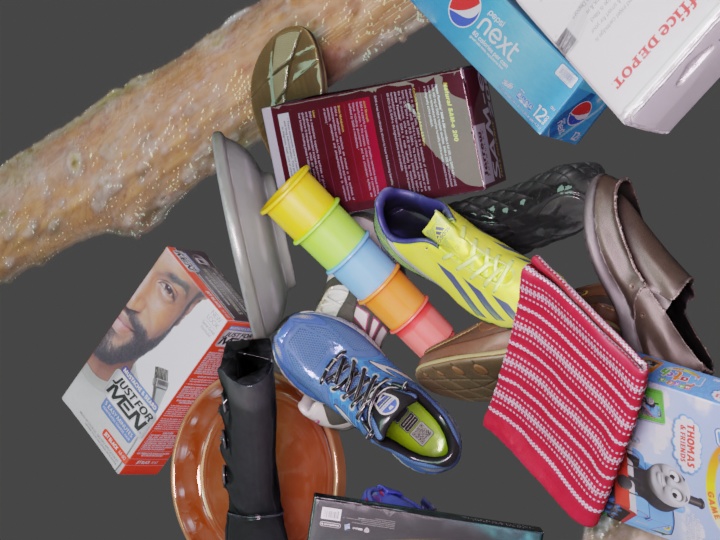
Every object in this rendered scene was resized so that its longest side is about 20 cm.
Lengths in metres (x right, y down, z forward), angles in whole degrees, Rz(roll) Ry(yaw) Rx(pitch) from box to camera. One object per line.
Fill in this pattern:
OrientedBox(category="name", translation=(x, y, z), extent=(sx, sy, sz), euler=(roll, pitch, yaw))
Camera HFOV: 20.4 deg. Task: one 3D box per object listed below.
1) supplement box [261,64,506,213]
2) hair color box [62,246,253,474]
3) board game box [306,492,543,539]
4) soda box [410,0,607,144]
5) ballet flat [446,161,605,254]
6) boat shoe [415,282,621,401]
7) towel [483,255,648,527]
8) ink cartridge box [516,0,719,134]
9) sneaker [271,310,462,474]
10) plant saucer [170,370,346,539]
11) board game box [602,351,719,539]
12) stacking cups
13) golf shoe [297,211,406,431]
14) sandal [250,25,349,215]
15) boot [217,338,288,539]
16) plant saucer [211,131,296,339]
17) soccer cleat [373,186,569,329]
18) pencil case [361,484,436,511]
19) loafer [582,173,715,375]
OrientedBox(category="supplement box", translation=(0.020, -0.113, 1.772), extent=(0.199, 0.061, 0.109), euler=(-8, 97, 26))
OrientedBox(category="hair color box", translation=(-0.194, 0.089, 1.940), extent=(0.111, 0.064, 0.200), euler=(47, 111, 29))
OrientedBox(category="board game box", translation=(0.048, 0.272, 1.703), extent=(0.199, 0.028, 0.136), euler=(9, 92, -2))
OrientedBox(category="soda box", translation=(0.129, -0.200, 1.729), extent=(0.064, 0.068, 0.200), euler=(-51, 60, 20))
OrientedBox(category="ballet flat", translation=(0.129, -0.045, 1.737), extent=(0.199, 0.057, 0.067), euler=(-14, 117, 36))
OrientedBox(category="boat shoe", translation=(0.139, 0.061, 1.708), extent=(0.199, 0.072, 0.068), euler=(-17, 49, 32))
OrientedBox(category="towel", translation=(0.162, 0.102, 1.607), extent=(0.145, 0.022, 0.201), euler=(47, 146, 30))
OrientedBox(category="ink cartridge box", translation=(0.225, -0.233, 1.654), extent=(0.146, 0.085, 0.200), euler=(-49, 60, 22))
OrientedBox(category="sneaker", translation=(0.012, 0.103, 1.723), extent=(0.200, 0.089, 0.079), euler=(36, 84, -5))
OrientedBox(category="plant saucer", translation=(-0.094, 0.193, 1.879), extent=(0.199, 0.032, 0.202), euler=(-3, 86, 35))
OrientedBox(category="board game box", translation=(0.262, 0.150, 1.584), extent=(0.199, 0.037, 0.152), euler=(17, 126, 35))
OrientedBox(category="stacking cups", translation=(0.000, 0.000, 1.752), extent=(0.060, 0.061, 0.200), euler=(-40, 98, 26))
OrientedBox(category="golf shoe", translation=(-0.010, 0.044, 1.798), extent=(0.077, 0.088, 0.201), euler=(0, 85, 37))
OrientedBox(category="sandal", translation=(-0.049, -0.127, 1.864), extent=(0.080, 0.054, 0.201), euler=(-12, 94, 27))
OrientedBox(category="boot", translation=(-0.088, 0.179, 1.743), extent=(0.165, 0.065, 0.201), euler=(-124, 35, -62))
OrientedBox(category="plant saucer", translation=(-0.093, -0.032, 1.826), extent=(0.050, 0.200, 0.201), euler=(-12, 77, -1))
OrientedBox(category="soccer cleat", translation=(0.088, -0.012, 1.679), extent=(0.200, 0.084, 0.065), euler=(27, 68, 34))
OrientedBox(category="pencil case", translation=(-0.016, 0.275, 1.788), extent=(0.200, 0.078, 0.087), euler=(-50, 35, 22))
OrientedBox(category="loafer", translation=(0.242, 0.011, 1.636), extent=(0.071, 0.073, 0.201), euler=(-21, 84, 28))
